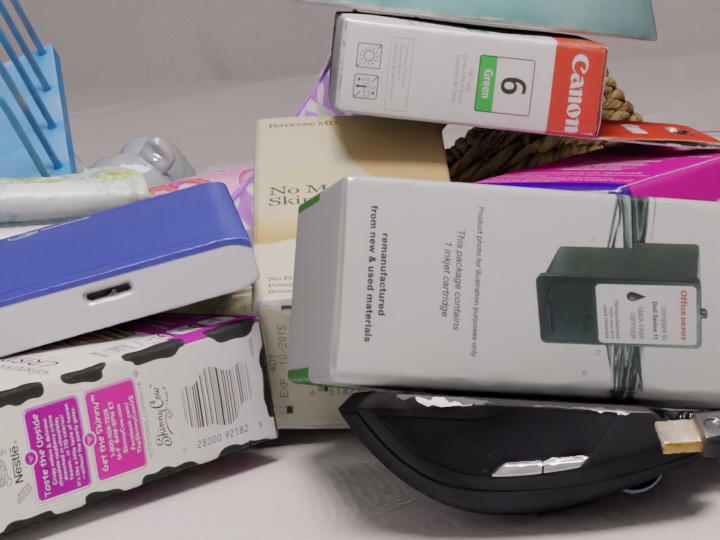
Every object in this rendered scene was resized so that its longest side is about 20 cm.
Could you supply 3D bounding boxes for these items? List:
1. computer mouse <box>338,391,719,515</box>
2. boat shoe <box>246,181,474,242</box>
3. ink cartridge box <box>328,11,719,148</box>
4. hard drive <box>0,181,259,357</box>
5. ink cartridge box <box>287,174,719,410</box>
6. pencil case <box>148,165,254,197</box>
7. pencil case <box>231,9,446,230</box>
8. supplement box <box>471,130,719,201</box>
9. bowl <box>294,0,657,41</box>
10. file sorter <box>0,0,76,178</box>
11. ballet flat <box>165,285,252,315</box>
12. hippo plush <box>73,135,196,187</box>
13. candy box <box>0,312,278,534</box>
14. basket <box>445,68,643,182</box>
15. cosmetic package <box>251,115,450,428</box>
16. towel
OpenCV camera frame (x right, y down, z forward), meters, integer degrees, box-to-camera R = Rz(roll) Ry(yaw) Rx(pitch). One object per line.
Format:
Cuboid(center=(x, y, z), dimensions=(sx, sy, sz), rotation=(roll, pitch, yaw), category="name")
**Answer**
Cuboid(center=(0.092, 0.072, 0.833), dimensions=(0.199, 0.046, 0.140), rotation=(3, -3, -2), category="computer mouse")
Cuboid(center=(-0.001, 0.001, 1.258), dimensions=(0.199, 0.068, 0.074), rotation=(-14, 16, 16), category="boat shoe")
Cuboid(center=(0.085, -0.100, 1.145), dimensions=(0.199, 0.051, 0.109), rotation=(5, 8, -3), category="ink cartridge box")
Cuboid(center=(-0.120, -0.004, 1.061), dimensions=(0.132, 0.025, 0.200), rotation=(-16, 11, -4), category="hard drive")
Cuboid(center=(0.078, 0.013, 0.925), dimensions=(0.199, 0.083, 0.147), rotation=(4, -4, -9), category="ink cartridge box")
Cuboid(center=(-0.118, -0.020, 1.436), dimensions=(0.199, 0.088, 0.087), rotation=(-10, 10, -9), category="pencil case")
Cuboid(center=(-0.023, -0.061, 1.322), dimensions=(0.085, 0.200, 0.084), rotation=(30, 33, -12), category="pencil case")
Cuboid(center=(0.150, -0.010, 1.138), dimensions=(0.103, 0.102, 0.200), rotation=(2, 12, 41), category="supplement box")
Cuboid(center=(0.067, -0.186, 1.199), dimensions=(0.200, 0.105, 0.201), rotation=(6, 6, -1), category="bowl")
Cuboid(center=(-0.271, -0.101, 1.404), dimensions=(0.138, 0.123, 0.200), rotation=(-23, 39, 5), category="file sorter")
Cuboid(center=(-0.024, 0.014, 1.181), dimensions=(0.199, 0.062, 0.068), rotation=(-11, -30, -24), category="ballet flat")
Cuboid(center=(-0.199, -0.067, 1.547), dimensions=(0.160, 0.160, 0.200), rotation=(-4, 9, 15), category="hippo plush")
Cuboid(center=(-0.156, 0.067, 0.977), dimensions=(0.200, 0.061, 0.136), rotation=(-18, 12, -41), category="candy box")
Cuboid(center=(0.116, -0.020, 1.353), dimensions=(0.143, 0.149, 0.200), rotation=(-39, -4, 24), category="basket")
Cuboid(center=(-0.003, -0.004, 1.094), dimensions=(0.105, 0.071, 0.200), rotation=(-2, 28, -3), category="cosmetic package")
Cuboid(center=(-0.218, -0.031, 1.243), dimensions=(0.199, 0.048, 0.171), rotation=(-5, 4, -9), category="towel")
